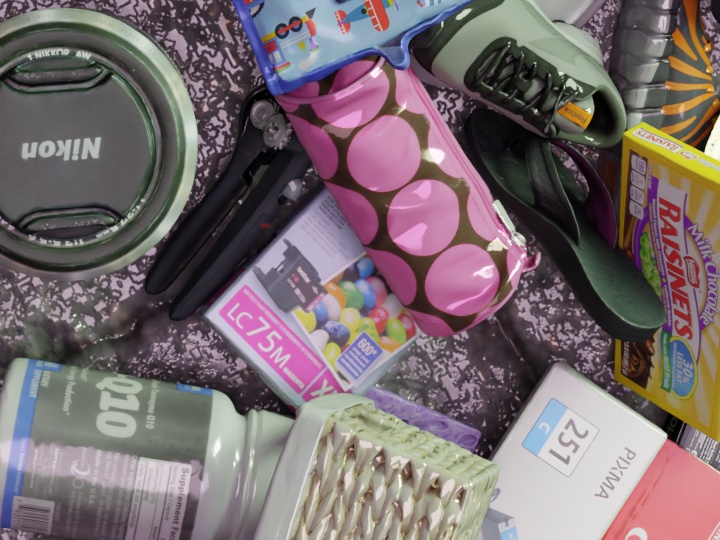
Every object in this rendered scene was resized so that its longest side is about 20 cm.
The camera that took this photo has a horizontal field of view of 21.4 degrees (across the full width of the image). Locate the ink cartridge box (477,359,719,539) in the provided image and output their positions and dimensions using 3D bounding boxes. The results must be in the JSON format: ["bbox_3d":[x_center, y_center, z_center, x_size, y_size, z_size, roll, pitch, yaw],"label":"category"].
[{"bbox_3d":[0.152,0.192,1.312,0.175,0.045,0.201,33,93,3],"label":"ink cartridge box"}]

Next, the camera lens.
[{"bbox_3d":[-0.183,-0.084,1.200,0.158,0.200,0.162,-1,98,-6],"label":"camera lens"}]

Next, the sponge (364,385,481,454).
[{"bbox_3d":[-0.002,0.183,1.344,0.111,0.030,0.202,21,94,-9],"label":"sponge"}]

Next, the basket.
[{"bbox_3d":[-0.001,0.193,1.206,0.122,0.135,0.202,20,94,11],"label":"basket"}]

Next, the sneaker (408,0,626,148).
[{"bbox_3d":[0.108,-0.130,1.227,0.199,0.080,0.074,14,126,-48],"label":"sneaker"}]

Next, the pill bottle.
[{"bbox_3d":[-0.146,0.129,1.278,0.198,0.114,0.115,10,97,-7],"label":"pill bottle"}]

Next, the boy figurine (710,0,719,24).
[{"bbox_3d":[0.306,-0.197,1.273,0.199,0.125,0.065,-1,129,-39],"label":"boy figurine"}]

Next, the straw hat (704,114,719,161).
[{"bbox_3d":[0.324,-0.040,1.273,0.199,0.085,0.203,1,88,-35],"label":"straw hat"}]

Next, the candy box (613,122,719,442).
[{"bbox_3d":[0.214,0.010,1.269,0.026,0.102,0.202,-28,131,-32],"label":"candy box"}]

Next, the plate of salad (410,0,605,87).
[{"bbox_3d":[0.098,-0.204,1.241,0.199,0.200,0.048,-34,56,0],"label":"plate of salad"}]

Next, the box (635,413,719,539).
[{"bbox_3d":[0.293,0.138,1.358,0.160,0.049,0.202,19,95,-6],"label":"box"}]

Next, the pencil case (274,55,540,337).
[{"bbox_3d":[0.031,-0.059,1.219,0.093,0.091,0.201,-22,118,26],"label":"pencil case"}]

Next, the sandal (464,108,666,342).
[{"bbox_3d":[0.144,-0.042,1.271,0.201,0.075,0.048,54,128,24],"label":"sandal"}]

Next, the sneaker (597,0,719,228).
[{"bbox_3d":[0.231,-0.122,1.308,0.111,0.078,0.202,5,108,-10],"label":"sneaker"}]

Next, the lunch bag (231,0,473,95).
[{"bbox_3d":[-0.014,-0.208,1.139,0.149,0.094,0.202,-24,80,9],"label":"lunch bag"}]

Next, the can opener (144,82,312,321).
[{"bbox_3d":[-0.076,-0.048,1.278,0.063,0.078,0.201,41,104,29],"label":"can opener"}]

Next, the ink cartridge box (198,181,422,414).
[{"bbox_3d":[0.000,0.000,1.298,0.119,0.042,0.200,45,80,-8],"label":"ink cartridge box"}]
